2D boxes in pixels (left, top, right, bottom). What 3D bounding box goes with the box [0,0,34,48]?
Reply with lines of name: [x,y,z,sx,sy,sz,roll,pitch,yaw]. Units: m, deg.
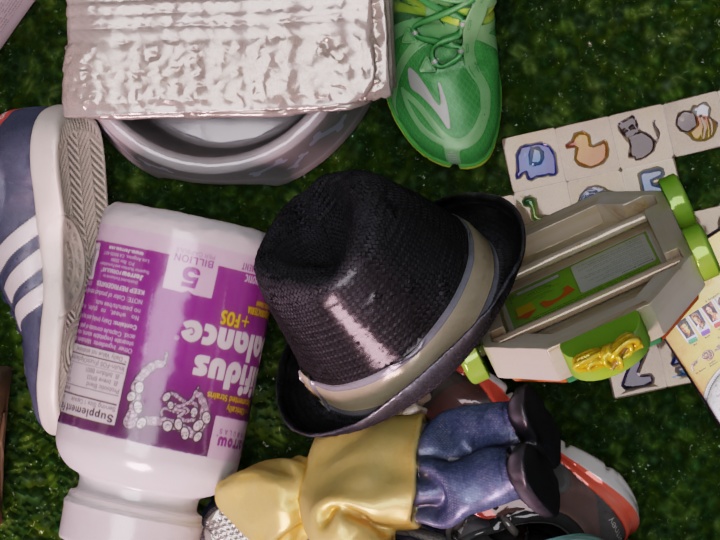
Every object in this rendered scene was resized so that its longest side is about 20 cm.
box: [-0.307,-0.192,1.572,0.199,0.171,0.200,38,94,6]

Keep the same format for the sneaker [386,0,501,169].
sneaker: [0.048,-0.160,1.568,0.074,0.084,0.201,-2,91,0]

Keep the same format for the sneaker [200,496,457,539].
sneaker: [-0.002,0.167,1.579,0.199,0.085,0.077,11,92,8]

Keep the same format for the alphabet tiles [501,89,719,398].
alphabet tiles: [0.166,-0.011,1.595,0.199,0.008,0.168,-12,89,8]

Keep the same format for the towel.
towel: [-0.077,-0.156,1.555,0.199,0.034,0.133,-1,89,8]

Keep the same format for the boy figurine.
boy figurine: [0.012,0.126,1.511,0.199,0.064,0.125,-16,49,20]

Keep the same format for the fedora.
fedora: [0.000,0.000,1.514,0.200,0.201,0.092,-40,113,6]

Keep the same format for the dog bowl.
dog bowl: [-0.085,-0.145,1.601,0.199,0.059,0.201,0,91,7]

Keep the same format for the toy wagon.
toy wagon: [0.126,0.017,1.501,0.155,0.200,0.040,-25,116,6]

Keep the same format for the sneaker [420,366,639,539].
sneaker: [0.066,0.116,1.559,0.199,0.077,0.082,31,58,6]

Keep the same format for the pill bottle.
pill bottle: [-0.117,0.067,1.573,0.112,0.112,0.201,11,88,7]

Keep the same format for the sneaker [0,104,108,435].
sneaker: [-0.198,-0.001,1.618,0.084,0.075,0.201,3,97,29]

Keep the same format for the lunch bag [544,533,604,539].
lunch bag: [0.086,0.236,1.528,0.200,0.160,0.077,-32,56,18]

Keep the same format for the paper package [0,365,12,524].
paper package: [-0.324,0.103,1.568,0.199,0.191,0.104,4,93,8]

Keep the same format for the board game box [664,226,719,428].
board game box: [0.277,0.011,1.560,0.200,0.035,0.136,-32,88,4]
